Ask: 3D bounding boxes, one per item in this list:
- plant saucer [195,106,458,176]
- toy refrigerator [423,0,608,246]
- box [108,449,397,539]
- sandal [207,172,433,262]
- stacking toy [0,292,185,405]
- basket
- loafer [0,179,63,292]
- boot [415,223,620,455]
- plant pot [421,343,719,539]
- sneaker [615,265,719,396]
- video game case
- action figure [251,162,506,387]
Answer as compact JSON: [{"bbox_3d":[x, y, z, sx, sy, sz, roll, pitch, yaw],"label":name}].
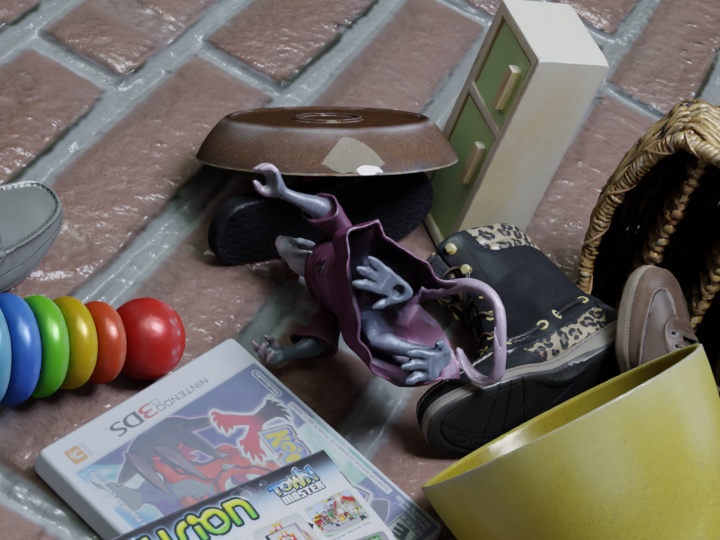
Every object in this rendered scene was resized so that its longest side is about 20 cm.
[{"bbox_3d":[-0.025,-0.100,1.249,0.198,0.035,0.200,1,12,0],"label":"plant saucer"},{"bbox_3d":[0.109,-0.104,1.276,0.069,0.201,0.076,0,45,-27],"label":"toy refrigerator"},{"bbox_3d":[-0.067,0.182,0.959,0.199,0.035,0.110,-18,54,-40],"label":"box"},{"bbox_3d":[-0.030,-0.052,1.251,0.198,0.076,0.045,-9,39,-31],"label":"sandal"},{"bbox_3d":[-0.198,0.048,1.047,0.198,0.086,0.086,-3,46,-36],"label":"stacking toy"},{"bbox_3d":[0.237,-0.008,1.224,0.142,0.201,0.149,24,31,0],"label":"basket"},{"bbox_3d":[-0.266,-0.016,1.085,0.070,0.070,0.200,36,40,14],"label":"loafer"},{"bbox_3d":[0.093,0.045,1.204,0.199,0.074,0.151,-22,50,-27],"label":"boot"},{"bbox_3d":[0.157,0.155,1.046,0.199,0.199,0.143,-23,85,-43],"label":"plant pot"},{"bbox_3d":[0.227,0.093,1.149,0.070,0.075,0.202,11,73,-45],"label":"sneaker"},{"bbox_3d":[-0.074,0.144,1.045,0.200,0.023,0.182,40,42,18],"label":"video game case"},{"bbox_3d":[0.000,0.000,1.145,0.147,0.135,0.200,1,11,-21],"label":"action figure"}]
